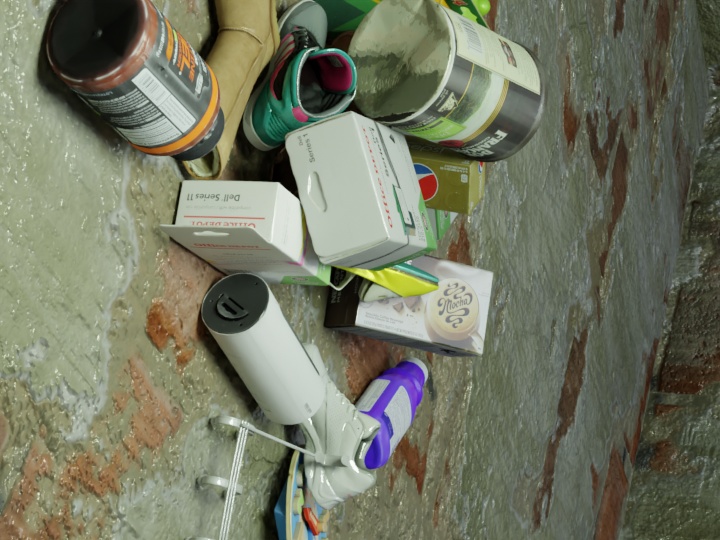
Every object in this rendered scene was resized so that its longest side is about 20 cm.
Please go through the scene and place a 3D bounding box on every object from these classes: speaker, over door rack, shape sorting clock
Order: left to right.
[{"bbox_3d":[-0.109,0.257,1.723,0.200,0.066,0.149,26,68,-44],"label":"over door rack"},{"bbox_3d":[-0.106,0.090,1.710,0.200,0.081,0.082,63,38,-50],"label":"speaker"},{"bbox_3d":[-0.062,0.312,1.872,0.200,0.039,0.201,-1,90,-77],"label":"shape sorting clock"}]

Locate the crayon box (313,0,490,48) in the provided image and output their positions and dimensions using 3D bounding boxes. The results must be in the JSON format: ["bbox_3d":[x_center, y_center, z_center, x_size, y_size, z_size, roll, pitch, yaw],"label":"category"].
[{"bbox_3d":[0.051,-0.288,1.869,0.127,0.199,0.051,38,57,-63],"label":"crayon box"}]

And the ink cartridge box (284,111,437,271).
[{"bbox_3d":[0.004,-0.082,1.674,0.200,0.084,0.147,5,67,-73],"label":"ink cartridge box"}]

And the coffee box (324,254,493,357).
[{"bbox_3d":[0.063,0.037,1.977,0.199,0.080,0.114,15,78,-29],"label":"coffee box"}]

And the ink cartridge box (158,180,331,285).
[{"bbox_3d":[-0.116,-0.044,1.612,0.200,0.116,0.068,39,56,-64],"label":"ink cartridge box"}]

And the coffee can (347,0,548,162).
[{"bbox_3d":[0.099,-0.216,1.747,0.199,0.146,0.147,15,79,-50],"label":"coffee can"}]

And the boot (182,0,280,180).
[{"bbox_3d":[-0.141,-0.222,1.586,0.176,0.066,0.201,72,30,-44],"label":"boot"}]

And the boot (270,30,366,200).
[{"bbox_3d":[-0.043,-0.172,1.774,0.155,0.073,0.201,-36,142,-69],"label":"boot"}]

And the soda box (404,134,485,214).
[{"bbox_3d":[0.050,-0.125,1.890,0.064,0.199,0.068,-50,145,-54],"label":"soda box"}]

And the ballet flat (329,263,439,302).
[{"bbox_3d":[0.000,0.000,1.868,0.199,0.067,0.067,25,94,-22],"label":"ballet flat"}]

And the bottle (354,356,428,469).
[{"bbox_3d":[0.037,0.185,2.086,0.200,0.065,0.084,-51,140,-54],"label":"bottle"}]

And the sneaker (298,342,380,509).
[{"bbox_3d":[-0.026,0.178,1.849,0.078,0.099,0.201,24,50,-73],"label":"sneaker"}]

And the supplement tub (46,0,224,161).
[{"bbox_3d":[-0.196,-0.174,1.418,0.200,0.106,0.108,47,51,-61],"label":"supplement tub"}]

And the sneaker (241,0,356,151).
[{"bbox_3d":[-0.052,-0.230,1.697,0.084,0.120,0.201,37,56,-33],"label":"sneaker"}]

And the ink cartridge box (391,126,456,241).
[{"bbox_3d":[0.101,-0.154,2.158,0.200,0.083,0.146,-54,144,-52],"label":"ink cartridge box"}]

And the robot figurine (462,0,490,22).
[{"bbox_3d":[0.107,-0.327,2.108,0.176,0.115,0.201,-53,141,-51],"label":"robot figurine"}]
